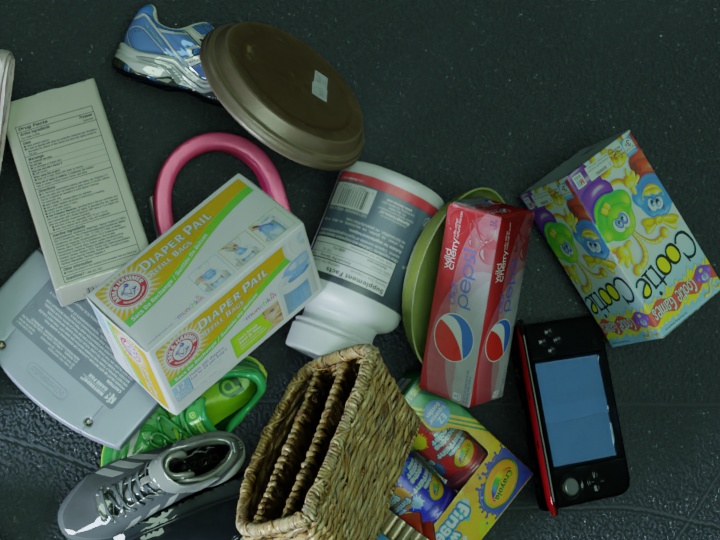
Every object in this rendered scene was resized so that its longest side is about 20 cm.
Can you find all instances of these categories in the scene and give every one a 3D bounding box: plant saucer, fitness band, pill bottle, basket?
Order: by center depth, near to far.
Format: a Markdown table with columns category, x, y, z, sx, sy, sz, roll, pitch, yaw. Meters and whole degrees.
| category | x | y | z | sx | sy | sz | roll | pitch | yaw |
| --- | --- | --- | --- | --- | --- | --- | --- | --- | --- |
| basket | -0.049 | 0.179 | 1.453 | 0.142 | 0.149 | 0.201 | 7 | 60 | 28 |
| plant saucer | -0.073 | -0.184 | 1.520 | 0.199 | 0.201 | 0.029 | 36 | 120 | -10 |
| pill bottle | 0.000 | 0.000 | 1.555 | 0.119 | 0.120 | 0.201 | 23 | 83 | -12 |
| fitness band | -0.141 | -0.044 | 1.565 | 0.142 | 0.037 | 0.202 | -16 | 93 | -14 |
| plant saucer | 0.097 | 0.008 | 1.569 | 0.031 | 0.200 | 0.202 | 17 | 81 | 32 |

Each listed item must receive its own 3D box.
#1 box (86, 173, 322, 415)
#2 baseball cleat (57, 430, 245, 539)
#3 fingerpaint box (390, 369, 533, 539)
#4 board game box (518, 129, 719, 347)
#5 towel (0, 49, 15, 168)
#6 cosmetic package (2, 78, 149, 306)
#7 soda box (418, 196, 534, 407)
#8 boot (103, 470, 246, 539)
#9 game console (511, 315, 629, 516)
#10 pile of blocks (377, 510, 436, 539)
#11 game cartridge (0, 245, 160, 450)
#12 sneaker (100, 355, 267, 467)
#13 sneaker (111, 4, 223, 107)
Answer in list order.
| category | x | y | z | sx | sy | sz | roll | pitch | yaw |
| --- | --- | --- | --- | --- | --- | --- | --- | --- | --- |
| box | -0.148 | 0.022 | 1.449 | 0.200 | 0.113 | 0.101 | -41 | 56 | -19 |
| baseball cleat | -0.209 | 0.202 | 1.442 | 0.199 | 0.106 | 0.070 | -27 | 80 | -2 |
| fingerpaint box | 0.055 | 0.235 | 1.581 | 0.167 | 0.073 | 0.200 | 43 | 79 | -9 |
| board game box | 0.282 | -0.032 | 1.624 | 0.103 | 0.105 | 0.201 | -35 | 96 | -24 |
| towel | -0.445 | -0.132 | 1.461 | 0.198 | 0.032 | 0.193 | 8 | 89 | 7 |
| cosmetic package | -0.282 | -0.078 | 1.490 | 0.104 | 0.071 | 0.202 | -16 | 77 | -11 |
| soda box | 0.117 | 0.031 | 1.513 | 0.063 | 0.070 | 0.202 | -11 | 113 | -50 |
| boot | -0.145 | 0.308 | 1.527 | 0.199 | 0.076 | 0.169 | -20 | 89 | -20 |
| game console | 0.227 | 0.148 | 1.580 | 0.171 | 0.119 | 0.202 | -6 | 83 | -27 |
| pile of blocks | 0.068 | 0.288 | 1.502 | 0.199 | 0.082 | 0.062 | 37 | 84 | -10 |
| game cartridge | -0.285 | 0.080 | 1.505 | 0.200 | 0.040 | 0.133 | 41 | 72 | 4 |
| sneaker | -0.180 | 0.152 | 1.521 | 0.199 | 0.084 | 0.074 | -37 | 100 | -12 |
| sneaker | -0.152 | -0.213 | 1.548 | 0.198 | 0.076 | 0.078 | 17 | 87 | -14 |
